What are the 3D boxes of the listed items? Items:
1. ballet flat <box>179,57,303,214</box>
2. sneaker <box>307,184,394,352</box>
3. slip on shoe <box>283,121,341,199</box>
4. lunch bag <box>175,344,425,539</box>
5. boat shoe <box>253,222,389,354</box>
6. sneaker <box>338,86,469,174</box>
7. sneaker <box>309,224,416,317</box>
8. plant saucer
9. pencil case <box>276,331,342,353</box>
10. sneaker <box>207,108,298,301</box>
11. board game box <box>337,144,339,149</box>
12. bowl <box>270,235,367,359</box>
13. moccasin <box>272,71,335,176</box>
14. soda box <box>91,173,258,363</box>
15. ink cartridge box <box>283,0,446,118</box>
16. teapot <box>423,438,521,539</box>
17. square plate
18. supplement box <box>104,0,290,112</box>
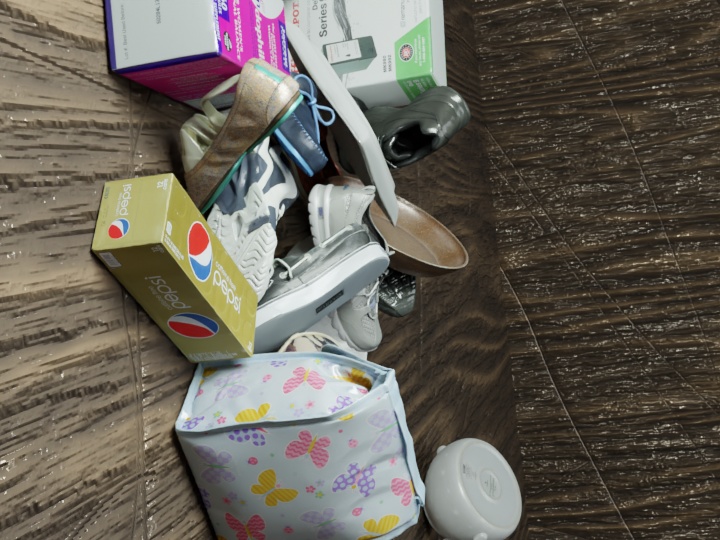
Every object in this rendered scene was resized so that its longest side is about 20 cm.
[{"bbox_3d":[-0.122,-0.125,0.978,0.067,0.200,0.068,38,46,-11],"label":"ballet flat"},{"bbox_3d":[0.000,0.000,1.198,0.075,0.081,0.202,-66,146,-61],"label":"sneaker"},{"bbox_3d":[-0.071,-0.175,1.322,0.074,0.060,0.201,-76,154,-49],"label":"slip on shoe"},{"bbox_3d":[-0.047,0.166,1.007,0.128,0.198,0.171,-74,153,-54],"label":"lunch bag"},{"bbox_3d":[-0.067,0.016,1.108,0.068,0.198,0.074,50,-14,23],"label":"boat shoe"},{"bbox_3d":[0.038,-0.160,1.335,0.076,0.199,0.091,51,46,-17],"label":"sneaker"},{"bbox_3d":[0.006,0.004,1.368,0.200,0.075,0.092,47,-33,42],"label":"sneaker"},{"bbox_3d":[0.037,-0.047,1.317,0.037,0.199,0.200,-61,177,20],"label":"plant saucer"},{"bbox_3d":[-0.052,0.167,1.131,0.090,0.077,0.202,-126,-149,-48],"label":"pencil case"},{"bbox_3d":[-0.104,-0.055,1.108,0.129,0.079,0.202,23,56,-68],"label":"sneaker"},{"bbox_3d":[-0.006,-0.271,1.635,0.200,0.044,0.154,-66,146,-61],"label":"board game box"},{"bbox_3d":[-0.057,0.078,1.250,0.201,0.074,0.201,-78,158,-50],"label":"bowl"},{"bbox_3d":[-0.078,-0.182,1.129,0.201,0.068,0.081,58,0,35],"label":"moccasin"},{"bbox_3d":[-0.152,0.004,0.933,0.201,0.063,0.068,63,25,-55],"label":"soda box"},{"bbox_3d":[0.003,-0.284,1.378,0.084,0.198,0.148,34,52,-67],"label":"ink cartridge box"},{"bbox_3d":[0.176,0.403,1.897,0.199,0.146,0.199,-16,73,-54],"label":"teapot"},{"bbox_3d":[-0.018,-0.169,1.235,0.201,0.028,0.198,59,-1,27],"label":"square plate"},{"bbox_3d":[-0.142,-0.217,0.989,0.200,0.102,0.103,7,77,-77],"label":"supplement box"}]
